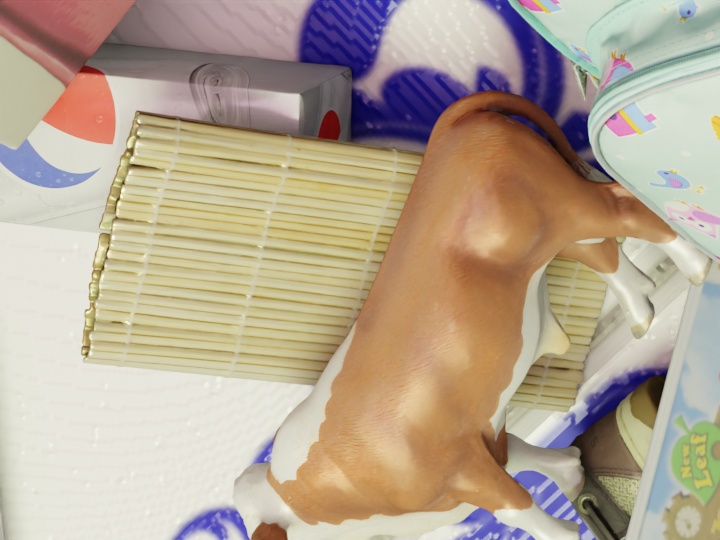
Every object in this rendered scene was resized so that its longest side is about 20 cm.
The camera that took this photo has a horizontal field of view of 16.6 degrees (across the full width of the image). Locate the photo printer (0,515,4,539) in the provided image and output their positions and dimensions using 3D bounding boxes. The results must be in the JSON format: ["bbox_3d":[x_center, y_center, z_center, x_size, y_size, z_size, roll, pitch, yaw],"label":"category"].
[{"bbox_3d":[-0.229,0.128,1.042,0.165,0.069,0.202,0,104,18],"label":"photo printer"}]

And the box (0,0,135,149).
[{"bbox_3d":[-0.123,-0.163,0.876,0.128,0.109,0.200,41,95,14],"label":"box"}]

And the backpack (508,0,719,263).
[{"bbox_3d":[0.138,-0.098,0.771,0.175,0.154,0.200,-14,139,41],"label":"backpack"}]

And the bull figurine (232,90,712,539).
[{"bbox_3d":[0.037,0.039,0.886,0.121,0.065,0.201,22,103,-10],"label":"bull figurine"}]

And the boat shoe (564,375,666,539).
[{"bbox_3d":[0.146,0.137,0.929,0.065,0.073,0.201,-35,82,27],"label":"boat shoe"}]

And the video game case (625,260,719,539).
[{"bbox_3d":[0.166,0.088,0.823,0.181,0.022,0.201,14,89,46],"label":"video game case"}]

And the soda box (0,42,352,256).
[{"bbox_3d":[-0.106,-0.053,0.958,0.199,0.068,0.064,7,106,17],"label":"soda box"}]

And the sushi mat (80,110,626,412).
[{"bbox_3d":[0.000,0.000,0.911,0.199,0.012,0.096,7,111,-19],"label":"sushi mat"}]
